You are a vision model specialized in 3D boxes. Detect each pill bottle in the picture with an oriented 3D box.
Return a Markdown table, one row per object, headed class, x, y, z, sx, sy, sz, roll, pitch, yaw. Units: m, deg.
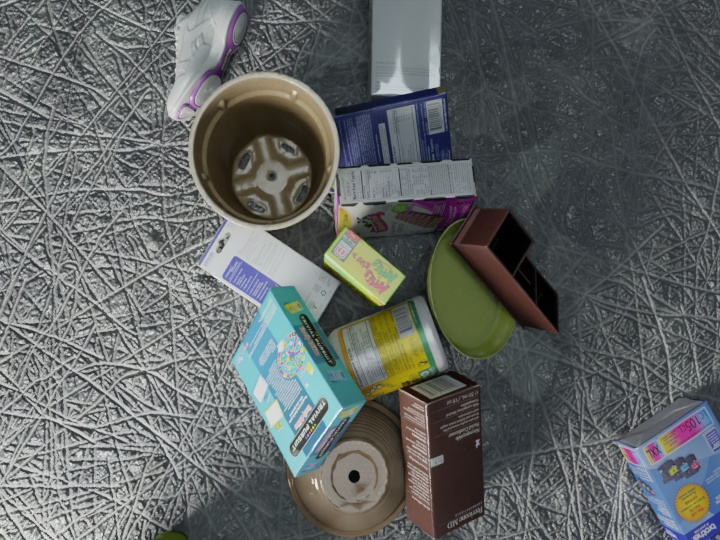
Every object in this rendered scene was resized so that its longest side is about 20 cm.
| class | x | y | z | sx | sy | sz | roll | pitch | yaw |
| --- | --- | --- | --- | --- | --- | --- | --- | --- | --- |
| pill bottle | 0.019 | 0.123 | 1.031 | 0.195 | 0.113 | 0.116 | -22 | 88 | 4 |

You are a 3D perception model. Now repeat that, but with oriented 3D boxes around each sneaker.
| class | x | y | z | sx | sy | sz | roll | pitch | yaw |
| --- | --- | --- | --- | --- | --- | --- | --- | --- | --- |
| sneaker | -0.247 | -0.321 | 1.077 | 0.098 | 0.075 | 0.204 | 24 | 81 | 12 |

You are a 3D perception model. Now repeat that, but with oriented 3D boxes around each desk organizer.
| class | x | y | z | sx | sy | sz | roll | pitch | yaw |
| --- | --- | --- | --- | --- | --- | --- | --- | --- | --- |
| desk organizer | 0.225 | 0.001 | 1.031 | 0.200 | 0.076 | 0.072 | 45 | 72 | -27 |

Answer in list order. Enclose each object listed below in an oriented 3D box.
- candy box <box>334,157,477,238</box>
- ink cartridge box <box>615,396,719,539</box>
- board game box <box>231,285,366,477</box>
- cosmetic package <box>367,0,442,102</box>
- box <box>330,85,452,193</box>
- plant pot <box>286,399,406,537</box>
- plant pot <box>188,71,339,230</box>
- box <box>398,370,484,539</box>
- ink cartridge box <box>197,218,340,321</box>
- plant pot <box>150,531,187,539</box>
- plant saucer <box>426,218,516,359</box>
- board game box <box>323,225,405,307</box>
| class | x | y | z | sx | sy | sz | roll | pitch | yaw |
| --- | --- | --- | --- | --- | --- | --- | --- | --- | --- |
| candy box | 0.060 | -0.101 | 1.038 | 0.194 | 0.137 | 0.063 | -4 | 72 | -3 |
| ink cartridge box | 0.500 | 0.315 | 1.078 | 0.134 | 0.076 | 0.203 | -30 | 90 | -5 |
| board game box | -0.090 | 0.149 | 0.980 | 0.202 | 0.046 | 0.152 | 54 | 128 | 28 |
| cosmetic package | 0.066 | -0.352 | 1.087 | 0.109 | 0.081 | 0.207 | 3 | 85 | -4 |
| box | 0.035 | -0.192 | 1.060 | 0.194 | 0.033 | 0.124 | -12 | 125 | -1 |
| plant pot | -0.012 | 0.289 | 1.035 | 0.194 | 0.093 | 0.208 | 0 | 87 | -3 |
| plant pot | -0.129 | -0.150 | 1.008 | 0.194 | 0.183 | 0.207 | 0 | 87 | -4 |
| box | 0.116 | 0.259 | 1.014 | 0.098 | 0.074 | 0.206 | -13 | 107 | -30 |
| ink cartridge box | -0.135 | 0.006 | 1.071 | 0.198 | 0.039 | 0.101 | 34 | 85 | -3 |
| plant pot | -0.286 | 0.479 | 0.958 | 0.198 | 0.199 | 0.183 | -37 | 83 | -5 |
| plant saucer | 0.161 | 0.027 | 1.051 | 0.196 | 0.031 | 0.207 | 8 | 78 | -41 |
| board game box | 0.000 | 0.000 | 0.999 | 0.101 | 0.200 | 0.048 | 39 | 85 | 0 |
